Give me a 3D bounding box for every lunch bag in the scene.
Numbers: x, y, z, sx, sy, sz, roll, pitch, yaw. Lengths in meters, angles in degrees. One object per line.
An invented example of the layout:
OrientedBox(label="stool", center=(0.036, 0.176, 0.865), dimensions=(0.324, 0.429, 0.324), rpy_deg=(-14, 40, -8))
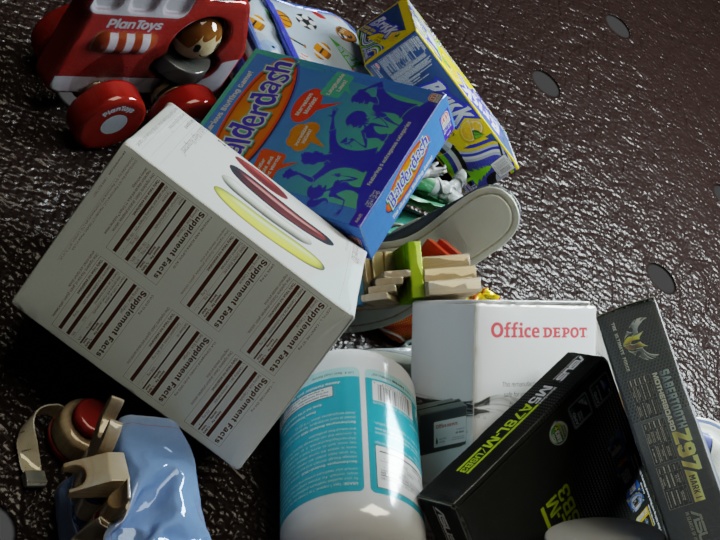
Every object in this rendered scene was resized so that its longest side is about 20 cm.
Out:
OrientedBox(label="lunch bag", center=(-0.051, -0.172, 1.481), dimensions=(0.159, 0.076, 0.201), rpy_deg=(10, 43, -40))

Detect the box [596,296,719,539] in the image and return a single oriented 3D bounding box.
OrientedBox(label="box", center=(0.235, 0.133, 1.175), dimensions=(0.158, 0.051, 0.202), rpy_deg=(43, 29, -72))

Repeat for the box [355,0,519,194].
OrientedBox(label="box", center=(0.077, -0.168, 1.538), dimensions=(0.200, 0.064, 0.070), rpy_deg=(49, 17, -35))

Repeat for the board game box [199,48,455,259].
OrientedBox(label="board game box", center=(-0.042, -0.103, 1.314), dimensions=(0.198, 0.045, 0.153), rpy_deg=(16, 59, 29))

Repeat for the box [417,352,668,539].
OrientedBox(label="box", center=(0.150, 0.199, 1.213), dimensions=(0.193, 0.047, 0.202), rpy_deg=(-39, 118, -35))

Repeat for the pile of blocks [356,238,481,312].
OrientedBox(label="pile of blocks", center=(0.000, 0.000, 1.284), dimensions=(0.082, 0.198, 0.063), rpy_deg=(32, 51, -77))

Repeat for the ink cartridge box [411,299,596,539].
OrientedBox(label="ink cartridge box", center=(0.117, 0.124, 1.271), dimensions=(0.144, 0.084, 0.203), rpy_deg=(2, 89, -40))

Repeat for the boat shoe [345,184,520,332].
OrientedBox(label="boat shoe", center=(0.049, -0.011, 1.348), dimensions=(0.075, 0.199, 0.062), rpy_deg=(54, 8, 2))

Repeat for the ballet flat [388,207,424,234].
OrientedBox(label="ballet flat", center=(-0.022, -0.046, 1.407), dimensions=(0.198, 0.067, 0.071), rpy_deg=(22, 57, -21))

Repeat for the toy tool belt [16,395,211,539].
OrientedBox(label="toy tool belt", center=(-0.152, 0.152, 1.054), dimensions=(0.124, 0.123, 0.201), rpy_deg=(7, 50, -37))

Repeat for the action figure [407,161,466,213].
OrientedBox(label="action figure", center=(0.040, -0.087, 1.419), dimensions=(0.199, 0.055, 0.118), rpy_deg=(14, 17, -48))

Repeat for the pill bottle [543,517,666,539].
OrientedBox(label="pill bottle", center=(0.181, 0.292, 1.141), dimensions=(0.119, 0.119, 0.203), rpy_deg=(-11, 103, -46))

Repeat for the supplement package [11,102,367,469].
OrientedBox(label="supplement package", center=(-0.118, 0.004, 1.156), dimensions=(0.199, 0.147, 0.191), rpy_deg=(37, 13, -7))

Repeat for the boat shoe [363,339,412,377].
OrientedBox(label="boat shoe", center=(0.058, 0.099, 1.346), dimensions=(0.199, 0.070, 0.072), rpy_deg=(16, 27, -30))

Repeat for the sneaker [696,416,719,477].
OrientedBox(label="sneaker", center=(0.310, 0.219, 1.400), dimensions=(0.200, 0.080, 0.116), rpy_deg=(48, 34, -48))

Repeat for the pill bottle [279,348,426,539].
OrientedBox(label="pill bottle", center=(-0.007, 0.167, 1.178), dimensions=(0.110, 0.111, 0.201), rpy_deg=(22, 42, -24))

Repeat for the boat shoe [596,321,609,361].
OrientedBox(label="boat shoe", center=(0.202, 0.143, 1.391), dimensions=(0.068, 0.071, 0.203), rpy_deg=(-3, 86, 2))

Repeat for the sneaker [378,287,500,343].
OrientedBox(label="sneaker", center=(0.084, 0.036, 1.408), dimensions=(0.198, 0.077, 0.073), rpy_deg=(20, 43, -14))

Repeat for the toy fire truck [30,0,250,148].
OrientedBox(label="toy fire truck", center=(-0.175, -0.199, 1.328), dimensions=(0.199, 0.168, 0.113), rpy_deg=(-5, 57, -43))
